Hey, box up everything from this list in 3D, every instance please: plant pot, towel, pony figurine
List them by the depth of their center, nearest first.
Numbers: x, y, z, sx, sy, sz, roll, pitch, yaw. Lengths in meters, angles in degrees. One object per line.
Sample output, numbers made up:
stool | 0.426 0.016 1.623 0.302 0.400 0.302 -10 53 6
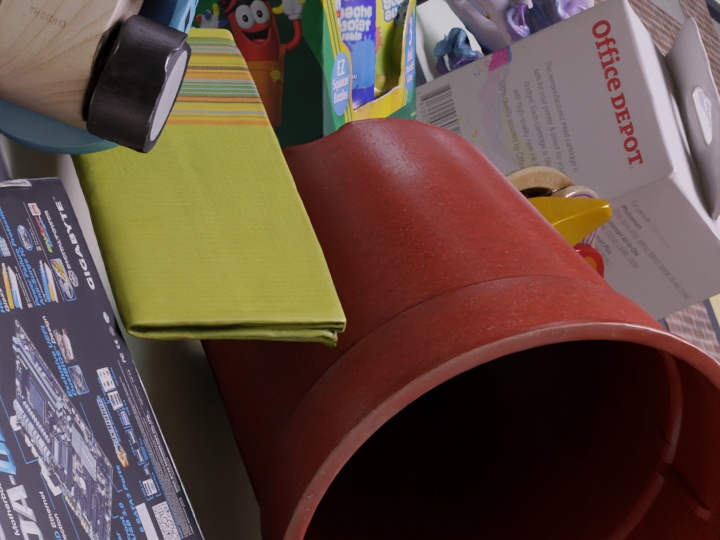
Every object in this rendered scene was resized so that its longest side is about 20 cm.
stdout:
towel | -0.070 -0.036 1.043 0.200 0.086 0.018 -113 -152 -49
plant pot | 0.028 0.049 1.083 0.201 0.201 0.195 52 3 -40
pony figurine | 0.122 -0.124 1.693 0.193 0.167 0.200 48 -14 39

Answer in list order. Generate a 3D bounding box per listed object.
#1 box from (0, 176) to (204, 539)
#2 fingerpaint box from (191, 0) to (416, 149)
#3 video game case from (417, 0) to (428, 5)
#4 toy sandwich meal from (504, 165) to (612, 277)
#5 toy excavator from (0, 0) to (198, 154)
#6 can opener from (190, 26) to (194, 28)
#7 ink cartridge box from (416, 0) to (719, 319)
box | -0.111 0.069 0.889 0.200 0.046 0.159 68 16 2
fingerpaint box | -0.024 -0.141 1.280 0.200 0.073 0.167 -38 129 -73
video game case | -0.008 -0.288 1.708 0.200 0.025 0.181 58 19 -28
toy sandwich meal | 0.077 0.048 1.310 0.205 0.070 0.205 -35 135 -44
toy excavator | -0.094 -0.133 1.063 0.200 0.100 0.195 98 12 -82
can opener | -0.101 -0.107 1.173 0.067 0.053 0.200 102 -23 -59
ink cartridge box | 0.113 -0.042 1.455 0.125 0.200 0.129 46 27 -50
